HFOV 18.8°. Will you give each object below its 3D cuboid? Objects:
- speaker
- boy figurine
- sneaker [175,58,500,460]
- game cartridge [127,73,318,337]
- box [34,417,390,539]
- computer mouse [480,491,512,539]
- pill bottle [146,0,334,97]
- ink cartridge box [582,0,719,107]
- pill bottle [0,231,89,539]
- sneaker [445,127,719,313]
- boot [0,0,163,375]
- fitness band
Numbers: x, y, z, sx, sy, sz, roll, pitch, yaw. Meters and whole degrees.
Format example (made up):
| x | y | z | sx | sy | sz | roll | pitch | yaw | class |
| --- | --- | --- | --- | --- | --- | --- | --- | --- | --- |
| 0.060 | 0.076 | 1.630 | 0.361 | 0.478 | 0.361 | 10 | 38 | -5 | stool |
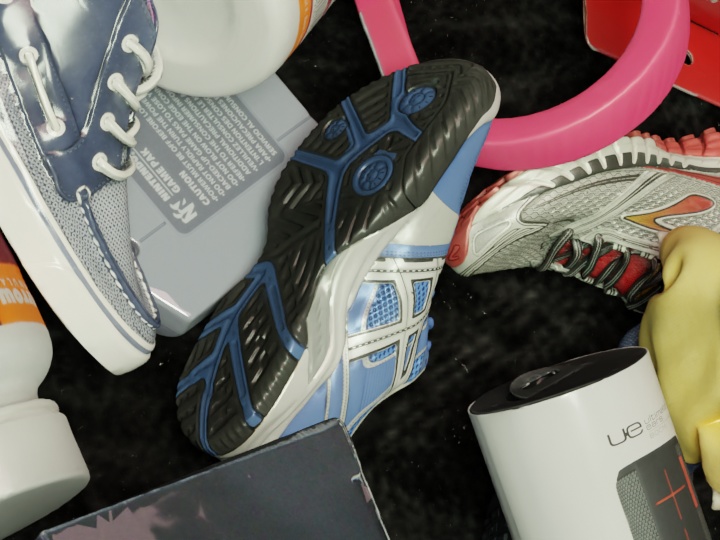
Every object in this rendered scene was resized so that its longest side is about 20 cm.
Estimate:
| x | y | z | sx | sy | sz | roll | pitch | yaw | class |
| --- | --- | --- | --- | --- | --- | --- | --- | --- | --- |
| 0.111 | 0.135 | 0.899 | 0.081 | 0.081 | 0.200 | -21 | 95 | -28 | speaker |
| 0.152 | 0.033 | 0.918 | 0.064 | 0.200 | 0.124 | -2 | 66 | -24 | boy figurine |
| 0.000 | 0.000 | 0.922 | 0.077 | 0.076 | 0.200 | 37 | 83 | -40 | sneaker |
| -0.108 | -0.073 | 0.949 | 0.133 | 0.040 | 0.200 | -38 | 86 | -33 | game cartridge |
| -0.049 | 0.186 | 0.773 | 0.123 | 0.200 | 0.199 | -17 | 76 | -27 | box |
| 0.063 | 0.175 | 0.925 | 0.059 | 0.034 | 0.200 | 29 | 64 | -33 | computer mouse |
| -0.037 | -0.172 | 0.944 | 0.110 | 0.110 | 0.200 | 38 | 48 | -4 | pill bottle |
| 0.169 | -0.192 | 1.076 | 0.116 | 0.067 | 0.200 | 18 | 62 | -34 | ink cartridge box |
| -0.188 | 0.011 | 0.835 | 0.114 | 0.114 | 0.200 | -22 | 79 | -28 | pill bottle |
| 0.131 | -0.018 | 1.000 | 0.200 | 0.078 | 0.082 | -7 | 74 | -24 | sneaker |
| -0.109 | -0.061 | 0.855 | 0.090 | 0.073 | 0.200 | -28 | 105 | 3 | boot |
| 0.070 | -0.131 | 0.991 | 0.144 | 0.037 | 0.200 | -19 | 53 | 4 | fitness band |
